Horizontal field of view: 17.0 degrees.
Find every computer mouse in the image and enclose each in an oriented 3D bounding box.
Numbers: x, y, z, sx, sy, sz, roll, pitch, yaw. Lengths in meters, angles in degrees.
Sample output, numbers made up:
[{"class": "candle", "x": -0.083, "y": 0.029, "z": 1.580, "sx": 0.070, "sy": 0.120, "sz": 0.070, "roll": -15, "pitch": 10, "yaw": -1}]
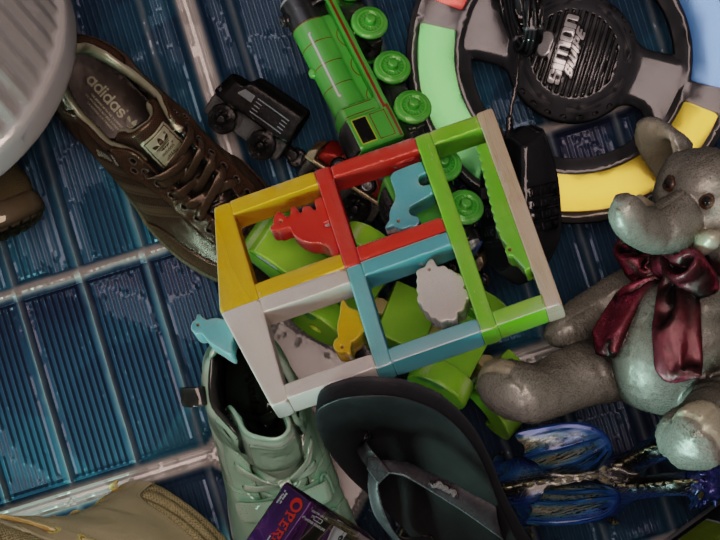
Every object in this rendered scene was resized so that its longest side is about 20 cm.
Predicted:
[{"class": "computer mouse", "x": 0.098, "y": -0.092, "z": 1.400, "sx": 0.034, "sy": 0.059, "sz": 0.201, "roll": 2, "pitch": 89, "yaw": -23}]

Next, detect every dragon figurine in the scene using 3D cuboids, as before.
[{"class": "dragon figurine", "x": 0.115, "y": 0.121, "z": 1.380, "sx": 0.199, "sy": 0.099, "sz": 0.059, "roll": -5, "pitch": 75, "yaw": -12}]

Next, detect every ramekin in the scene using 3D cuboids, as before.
[{"class": "ramekin", "x": -0.272, "y": -0.137, "z": 1.368, "sx": 0.200, "sy": 0.105, "sz": 0.201, "roll": -10, "pitch": 58, "yaw": 16}]

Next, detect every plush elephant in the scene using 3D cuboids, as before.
[{"class": "plush elephant", "x": 0.183, "y": 0.002, "z": 1.352, "sx": 0.200, "sy": 0.164, "sz": 0.155, "roll": -20, "pitch": 114, "yaw": -38}]

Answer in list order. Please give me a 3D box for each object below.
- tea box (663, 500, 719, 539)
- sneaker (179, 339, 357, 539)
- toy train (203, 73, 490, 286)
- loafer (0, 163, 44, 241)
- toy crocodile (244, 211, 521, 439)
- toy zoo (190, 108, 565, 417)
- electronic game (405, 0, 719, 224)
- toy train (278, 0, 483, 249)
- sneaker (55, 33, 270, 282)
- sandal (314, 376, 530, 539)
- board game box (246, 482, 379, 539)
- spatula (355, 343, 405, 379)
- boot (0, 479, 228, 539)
[{"class": "tea box", "x": 0.205, "y": 0.215, "z": 1.336, "sx": 0.200, "sy": 0.197, "sz": 0.134, "roll": -36, "pitch": 86, "yaw": -1}, {"class": "sneaker", "x": -0.049, "y": 0.128, "z": 1.383, "sx": 0.074, "sy": 0.118, "sz": 0.201, "roll": -21, "pitch": 86, "yaw": -1}, {"class": "toy train", "x": -0.002, "y": -0.055, "z": 1.434, "sx": 0.200, "sy": 0.034, "sz": 0.046, "roll": 34, "pitch": 104, "yaw": 2}, {"class": "loafer", "x": -0.289, "y": -0.027, "z": 1.423, "sx": 0.199, "sy": 0.076, "sz": 0.068, "roll": -18, "pitch": 83, "yaw": -9}, {"class": "toy crocodile", "x": 0.020, "y": 0.029, "z": 1.410, "sx": 0.200, "sy": 0.062, "sz": 0.068, "roll": 30, "pitch": 70, "yaw": -3}, {"class": "toy zoo", "x": 0.000, "y": 0.000, "z": 1.340, "sx": 0.199, "sy": 0.020, "sz": 0.132, "roll": -19, "pitch": 63, "yaw": 3}, {"class": "electronic game", "x": 0.127, "y": -0.127, "z": 1.438, "sx": 0.199, "sy": 0.042, "sz": 0.201, "roll": 0, "pitch": 87, "yaw": 1}, {"class": "toy train", "x": 0.010, "y": -0.091, "z": 1.410, "sx": 0.056, "sy": 0.042, "sz": 0.200, "roll": -20, "pitch": 68, "yaw": -16}, {"class": "sneaker", "x": -0.115, "y": -0.060, "z": 1.418, "sx": 0.200, "sy": 0.076, "sz": 0.070, "roll": 41, "pitch": 87, "yaw": 4}, {"class": "sandal", "x": 0.047, "y": 0.134, "z": 1.325, "sx": 0.076, "sy": 0.043, "sz": 0.200, "roll": -25, "pitch": 118, "yaw": 27}, {"class": "board game box", "x": -0.013, "y": 0.208, "z": 1.353, "sx": 0.120, "sy": 0.200, "sz": 0.032, "roll": -53, "pitch": 47, "yaw": 0}, {"class": "spatula", "x": 0.030, "y": 0.090, "z": 1.433, "sx": 0.056, "sy": 0.021, "sz": 0.200, "roll": -29, "pitch": 85, "yaw": -8}, {"class": "boot", "x": -0.181, "y": 0.159, "z": 1.369, "sx": 0.199, "sy": 0.155, "sz": 0.073, "roll": 15, "pitch": 107, "yaw": 12}]
